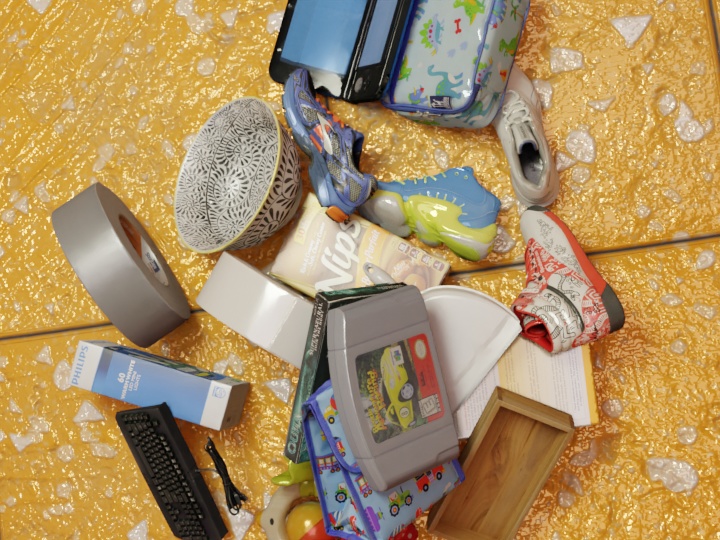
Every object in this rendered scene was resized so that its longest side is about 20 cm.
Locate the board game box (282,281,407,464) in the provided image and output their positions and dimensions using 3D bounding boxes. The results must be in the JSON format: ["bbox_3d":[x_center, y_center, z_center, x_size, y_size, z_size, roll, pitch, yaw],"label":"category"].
[{"bbox_3d":[-0.013,0.115,1.281,0.028,0.135,0.202,30,115,42],"label":"board game box"}]

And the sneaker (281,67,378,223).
[{"bbox_3d":[-0.035,-0.159,1.380,0.078,0.075,0.201,-24,78,10],"label":"sneaker"}]

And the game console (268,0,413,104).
[{"bbox_3d":[-0.019,-0.320,1.407,0.117,0.171,0.202,15,91,-19],"label":"game console"}]

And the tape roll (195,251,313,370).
[{"bbox_3d":[-0.093,0.057,1.341,0.202,0.202,0.071,31,88,8],"label":"tape roll"}]

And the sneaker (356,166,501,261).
[{"bbox_3d":[0.085,-0.090,1.409,0.199,0.076,0.106,26,70,8],"label":"sneaker"}]

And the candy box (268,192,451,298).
[{"bbox_3d":[0.000,0.000,1.408,0.199,0.055,0.116,27,87,7],"label":"candy box"}]

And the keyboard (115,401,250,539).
[{"bbox_3d":[-0.210,0.247,1.370,0.126,0.021,0.201,-12,114,22],"label":"keyboard"}]

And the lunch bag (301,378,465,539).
[{"bbox_3d":[0.013,0.180,1.262,0.150,0.094,0.201,-31,112,-35],"label":"lunch bag"}]

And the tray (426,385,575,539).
[{"bbox_3d":[0.162,0.239,1.329,0.098,0.037,0.201,21,113,-6],"label":"tray"}]

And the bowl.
[{"bbox_3d":[-0.134,-0.104,1.397,0.200,0.094,0.202,-20,60,40],"label":"bowl"}]

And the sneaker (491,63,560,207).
[{"bbox_3d":[0.197,-0.178,1.386,0.074,0.087,0.201,-22,82,6],"label":"sneaker"}]

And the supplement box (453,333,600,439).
[{"bbox_3d":[0.181,0.134,1.366,0.198,0.074,0.127,-6,83,6],"label":"supplement box"}]

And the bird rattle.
[{"bbox_3d":[-0.036,0.302,1.386,0.163,0.113,0.200,-43,95,13],"label":"bird rattle"}]

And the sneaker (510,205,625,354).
[{"bbox_3d":[0.213,0.010,1.333,0.107,0.067,0.202,-23,54,-13],"label":"sneaker"}]

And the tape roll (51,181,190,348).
[{"bbox_3d":[-0.287,-0.007,1.369,0.066,0.200,0.201,-32,82,1],"label":"tape roll"}]

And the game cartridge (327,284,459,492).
[{"bbox_3d":[0.032,0.127,1.218,0.132,0.041,0.202,-17,94,-35],"label":"game cartridge"}]

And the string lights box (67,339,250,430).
[{"bbox_3d":[-0.247,0.141,1.400,0.198,0.103,0.059,16,89,7],"label":"string lights box"}]

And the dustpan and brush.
[{"bbox_3d":[0.076,0.054,1.335,0.200,0.057,0.140,39,95,10],"label":"dustpan and brush"}]

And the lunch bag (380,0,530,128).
[{"bbox_3d":[0.109,-0.277,1.383,0.160,0.082,0.202,14,86,41],"label":"lunch bag"}]
